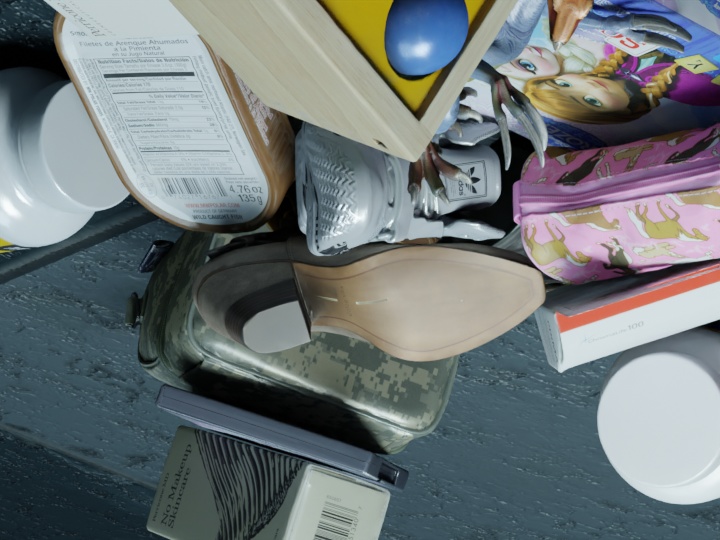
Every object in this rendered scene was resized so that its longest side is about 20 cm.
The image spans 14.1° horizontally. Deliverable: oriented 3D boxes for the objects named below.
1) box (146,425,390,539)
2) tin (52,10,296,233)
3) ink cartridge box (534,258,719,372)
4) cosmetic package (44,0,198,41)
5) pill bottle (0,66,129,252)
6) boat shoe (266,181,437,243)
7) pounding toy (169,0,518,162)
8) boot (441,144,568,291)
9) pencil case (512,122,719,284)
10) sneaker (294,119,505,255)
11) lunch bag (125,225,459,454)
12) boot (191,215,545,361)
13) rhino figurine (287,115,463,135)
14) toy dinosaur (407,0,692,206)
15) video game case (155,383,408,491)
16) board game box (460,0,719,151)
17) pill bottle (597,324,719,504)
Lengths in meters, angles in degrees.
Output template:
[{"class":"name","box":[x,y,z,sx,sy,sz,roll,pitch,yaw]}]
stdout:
[{"class":"box","box":[-0.063,0.159,1.930,0.068,0.083,0.200,20,174,-29]},{"class":"tin","box":[-0.104,-0.099,1.673,0.111,0.042,0.200,-2,134,24]},{"class":"ink cartridge box","box":[0.186,0.017,1.665,0.162,0.057,0.200,-18,-173,-1]},{"class":"cosmetic package","box":[-0.076,-0.179,1.472,0.199,0.085,0.108,-2,156,34]},{"class":"pill bottle","box":[-0.229,-0.067,1.826,0.112,0.113,0.199,30,155,-37]},{"class":"boat shoe","box":[-0.038,-0.049,1.808,0.199,0.068,0.072,23,160,-23]},{"class":"pounding toy","box":[0.015,-0.182,1.291,0.142,0.200,0.184,23,165,39]},{"class":"boot","box":[0.148,-0.014,1.806,0.173,0.070,0.200,11,164,-9]},{"class":"pencil case","box":[0.171,-0.041,1.557,0.200,0.083,0.087,-11,123,50]},{"class":"sneaker","box":[0.024,-0.050,1.595,0.114,0.076,0.200,-3,-177,-4]},{"class":"lunch bag","box":[-0.046,0.040,1.947,0.199,0.140,0.168,20,158,-14]},{"class":"boot","box":[0.000,0.000,1.709,0.199,0.071,0.146,-6,-161,-3]},{"class":"rhino figurine","box":[-0.023,-0.081,1.732,0.199,0.060,0.087,23,155,-20]},{"class":"toy dinosaur","box":[0.054,-0.113,1.445,0.199,0.105,0.182,23,142,6]},{"class":"video game case","box":[-0.048,0.111,1.916,0.142,0.019,0.200,17,176,9]},{"class":"board game box","box":[0.114,-0.125,1.548,0.199,0.041,0.199,24,158,-26]},{"class":"pill bottle","box":[0.214,0.090,1.857,0.111,0.113,0.200,7,-179,19]}]
